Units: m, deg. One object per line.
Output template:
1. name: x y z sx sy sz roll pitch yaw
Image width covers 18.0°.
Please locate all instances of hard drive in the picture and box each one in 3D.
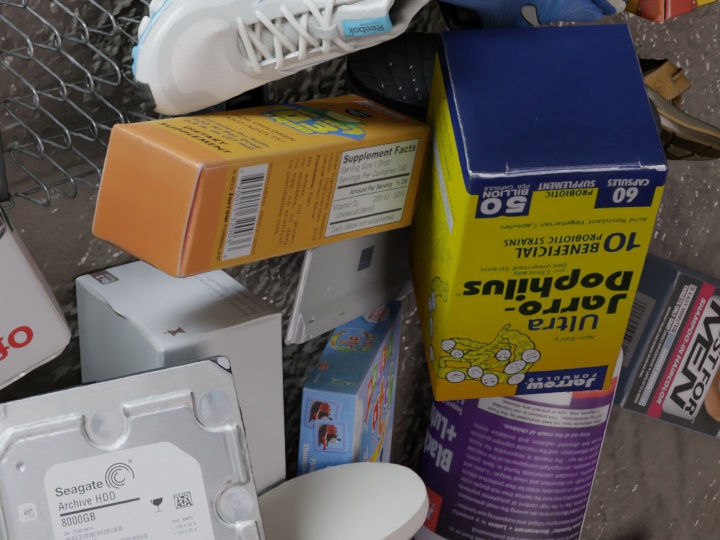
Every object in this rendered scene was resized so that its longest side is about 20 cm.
1. hard drive: -0.115 0.154 1.161 0.139 0.038 0.201 -11 89 -12

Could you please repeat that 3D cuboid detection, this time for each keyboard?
1. keyboard: 0.000 0.000 1.312 0.200 0.011 0.057 -23 123 -69

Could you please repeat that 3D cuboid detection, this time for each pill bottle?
1. pill bottle: 0.092 0.129 1.441 0.111 0.111 0.201 0 109 -38

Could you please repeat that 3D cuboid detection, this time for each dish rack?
1. dish rack: -0.146 -0.105 1.193 0.199 0.054 0.154 -19 119 -30

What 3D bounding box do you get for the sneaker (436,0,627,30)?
1. sneaker: 0.089 -0.176 1.323 0.089 0.079 0.200 -31 163 23

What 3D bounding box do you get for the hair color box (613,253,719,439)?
1. hair color box: 0.243 0.059 1.560 0.200 0.061 0.099 18 97 -42

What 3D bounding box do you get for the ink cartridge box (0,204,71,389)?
1. ink cartridge box: -0.252 -0.018 1.110 0.146 0.084 0.200 -29 127 -5

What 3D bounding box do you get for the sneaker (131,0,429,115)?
1. sneaker: -0.025 -0.137 1.176 0.200 0.087 0.075 -34 130 -15

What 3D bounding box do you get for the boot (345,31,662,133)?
1. boot: 0.071 -0.063 1.362 0.199 0.070 0.132 15 135 -11

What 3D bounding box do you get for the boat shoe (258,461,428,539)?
1. boat shoe: -0.048 0.176 1.236 0.200 0.072 0.069 -32 135 -19

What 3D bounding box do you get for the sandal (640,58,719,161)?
1. sandal: 0.168 -0.115 1.425 0.200 0.080 0.054 25 77 -37

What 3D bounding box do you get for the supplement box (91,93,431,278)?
1. supplement box: -0.048 -0.049 1.204 0.200 0.066 0.069 -11 120 -53

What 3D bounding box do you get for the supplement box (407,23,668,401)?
1. supplement box: 0.094 -0.030 1.275 0.108 0.110 0.200 -3 142 -7

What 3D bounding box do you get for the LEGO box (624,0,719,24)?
1. LEGO box: 0.213 -0.270 1.382 0.149 0.077 0.201 -20 121 -30

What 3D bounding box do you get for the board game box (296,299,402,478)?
1. board game box: -0.011 0.135 1.354 0.151 0.036 0.201 -60 156 -67

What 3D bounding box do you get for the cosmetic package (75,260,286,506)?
1. cosmetic package: -0.100 0.102 1.281 0.081 0.113 0.201 -13 119 -29
